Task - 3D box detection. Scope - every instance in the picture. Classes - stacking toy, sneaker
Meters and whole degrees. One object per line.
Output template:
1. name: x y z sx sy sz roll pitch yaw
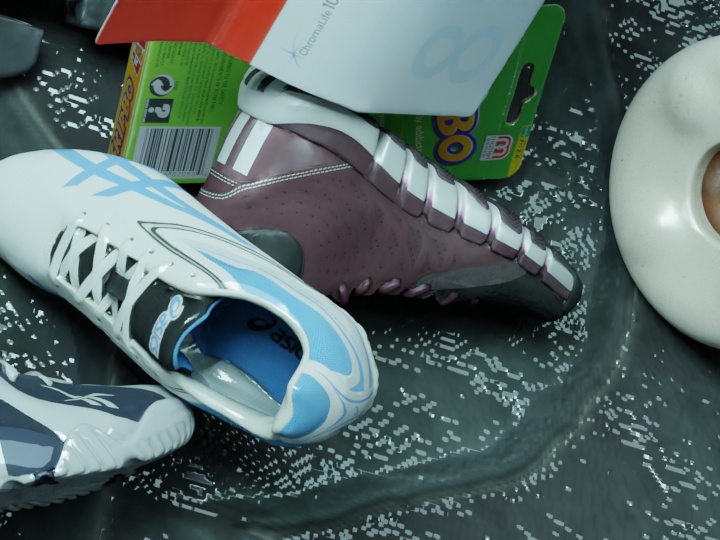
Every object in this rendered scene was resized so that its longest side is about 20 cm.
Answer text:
1. stacking toy: 0.228 -0.040 1.413 0.200 0.146 0.146 -6 68 -47
2. sneaker: 0.000 0.000 1.311 0.200 0.076 0.116 33 88 -30
3. sneaker: -0.083 0.006 1.222 0.200 0.072 0.072 30 14 21
4. sneaker: -0.170 0.034 1.198 0.199 0.079 0.130 -10 80 -18

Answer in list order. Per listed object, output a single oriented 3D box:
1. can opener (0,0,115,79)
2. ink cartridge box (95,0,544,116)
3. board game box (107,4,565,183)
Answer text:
1. can opener: -0.116 -0.111 1.318 0.200 0.053 0.067 7 98 -20
2. ink cartridge box: 0.009 -0.137 1.194 0.200 0.160 0.047 -3 45 -48
3. board game box: -0.009 -0.084 1.322 0.200 0.096 0.030 0 35 -24
